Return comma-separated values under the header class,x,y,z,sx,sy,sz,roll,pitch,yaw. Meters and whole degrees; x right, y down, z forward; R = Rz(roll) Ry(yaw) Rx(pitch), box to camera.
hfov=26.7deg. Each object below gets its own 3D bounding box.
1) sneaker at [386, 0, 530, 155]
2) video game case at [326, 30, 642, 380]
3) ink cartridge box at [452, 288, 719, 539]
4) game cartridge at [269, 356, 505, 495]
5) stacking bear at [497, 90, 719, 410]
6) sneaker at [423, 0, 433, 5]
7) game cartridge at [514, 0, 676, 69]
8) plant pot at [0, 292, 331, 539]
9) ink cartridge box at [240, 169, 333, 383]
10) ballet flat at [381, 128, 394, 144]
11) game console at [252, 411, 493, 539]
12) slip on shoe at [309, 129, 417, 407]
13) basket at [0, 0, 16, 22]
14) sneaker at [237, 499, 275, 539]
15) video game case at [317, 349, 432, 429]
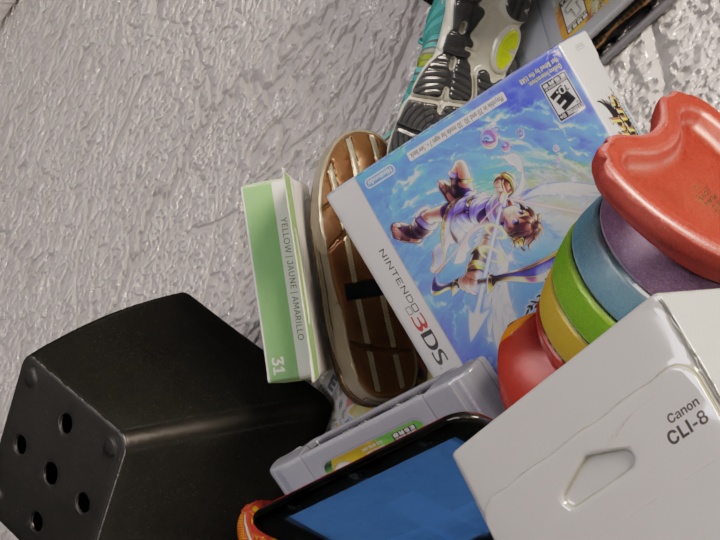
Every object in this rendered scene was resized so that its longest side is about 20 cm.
class,x,y,z,sx,sy,sz,roll,pitch,yaw
sneaker,0.071,-0.146,1.095,0.202,0.077,0.080,-69,17,5
video game case,0.100,-0.017,0.939,0.199,0.045,0.182,-31,92,36
ink cartridge box,0.176,0.103,0.717,0.145,0.199,0.146,-44,63,36
game cartridge,0.042,0.149,0.998,0.199,0.134,0.040,-31,9,38
stacking bear,0.143,0.021,0.839,0.114,0.121,0.201,43,131,11
sneaker,0.043,-0.250,1.200,0.200,0.082,0.072,31,101,59
game cartridge,0.171,-0.220,1.049,0.200,0.041,0.134,-43,48,38
plant pot,-0.173,0.149,1.190,0.199,0.177,0.202,33,110,35
ink cartridge box,-0.055,0.007,1.090,0.200,0.047,0.147,0,-99,-85
ballet flat,0.005,-0.027,1.191,0.200,0.069,0.070,-50,39,35
game console,0.056,0.192,0.906,0.199,0.118,0.174,-31,70,39
slip on shoe,0.000,0.000,1.116,0.061,0.075,0.202,150,112,-68
basket,-0.530,-0.482,2.082,0.198,0.160,0.201,-45,44,34
sneaker,-0.040,0.255,1.059,0.077,0.073,0.201,-42,68,35
video game case,0.047,0.087,1.103,0.183,0.023,0.201,-57,36,22
